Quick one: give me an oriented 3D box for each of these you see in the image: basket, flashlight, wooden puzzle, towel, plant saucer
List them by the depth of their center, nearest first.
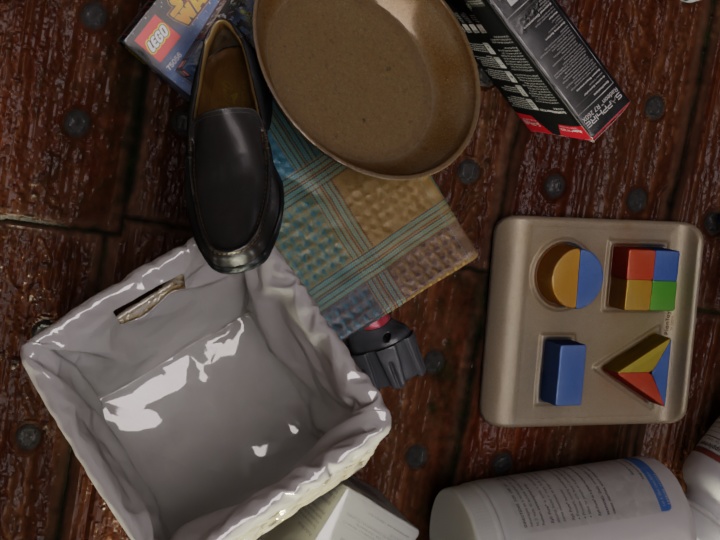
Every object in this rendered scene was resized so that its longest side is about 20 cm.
[{"bbox_3d":[-0.109,0.104,1.046,0.198,0.161,0.200,-32,75,-11],"label":"basket"},{"bbox_3d":[0.000,-0.155,1.072,0.200,0.035,0.201,13,64,-28],"label":"plant saucer"},{"bbox_3d":[-0.018,-0.060,1.090,0.146,0.022,0.200,-32,88,-12],"label":"towel"},{"bbox_3d":[0.000,0.000,1.155,0.068,0.068,0.201,-26,104,-15],"label":"flashlight"},{"bbox_3d":[0.209,0.048,1.243,0.199,0.046,0.186,2,98,-19],"label":"wooden puzzle"}]

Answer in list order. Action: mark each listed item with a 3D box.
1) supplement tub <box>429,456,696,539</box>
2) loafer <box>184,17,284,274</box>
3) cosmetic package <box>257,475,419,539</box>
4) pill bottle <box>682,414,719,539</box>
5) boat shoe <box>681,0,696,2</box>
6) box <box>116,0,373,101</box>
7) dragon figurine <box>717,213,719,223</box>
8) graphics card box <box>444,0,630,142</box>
[{"bbox_3d":[0.173,0.235,1.214,0.199,0.132,0.133,-5,99,-17],"label":"supplement tub"},{"bbox_3d":[-0.097,-0.090,1.006,0.072,0.201,0.072,-11,145,3],"label":"loafer"},{"bbox_3d":[-0.051,0.262,1.154,0.081,0.113,0.200,33,89,-20],"label":"cosmetic package"},{"bbox_3d":[0.366,0.172,1.280,0.112,0.112,0.200,41,84,-19],"label":"pill bottle"},{"bbox_3d":[0.234,-0.314,1.185,0.068,0.072,0.201,-25,103,-16],"label":"boat shoe"},{"bbox_3d":[-0.076,-0.214,1.112,0.137,0.040,0.200,40,85,-21],"label":"box"},{"bbox_3d":[0.373,0.020,1.240,0.059,0.200,0.100,-26,130,7],"label":"dragon figurine"},{"bbox_3d":[0.119,-0.196,1.134,0.051,0.125,0.200,-44,108,-6],"label":"graphics card box"}]
